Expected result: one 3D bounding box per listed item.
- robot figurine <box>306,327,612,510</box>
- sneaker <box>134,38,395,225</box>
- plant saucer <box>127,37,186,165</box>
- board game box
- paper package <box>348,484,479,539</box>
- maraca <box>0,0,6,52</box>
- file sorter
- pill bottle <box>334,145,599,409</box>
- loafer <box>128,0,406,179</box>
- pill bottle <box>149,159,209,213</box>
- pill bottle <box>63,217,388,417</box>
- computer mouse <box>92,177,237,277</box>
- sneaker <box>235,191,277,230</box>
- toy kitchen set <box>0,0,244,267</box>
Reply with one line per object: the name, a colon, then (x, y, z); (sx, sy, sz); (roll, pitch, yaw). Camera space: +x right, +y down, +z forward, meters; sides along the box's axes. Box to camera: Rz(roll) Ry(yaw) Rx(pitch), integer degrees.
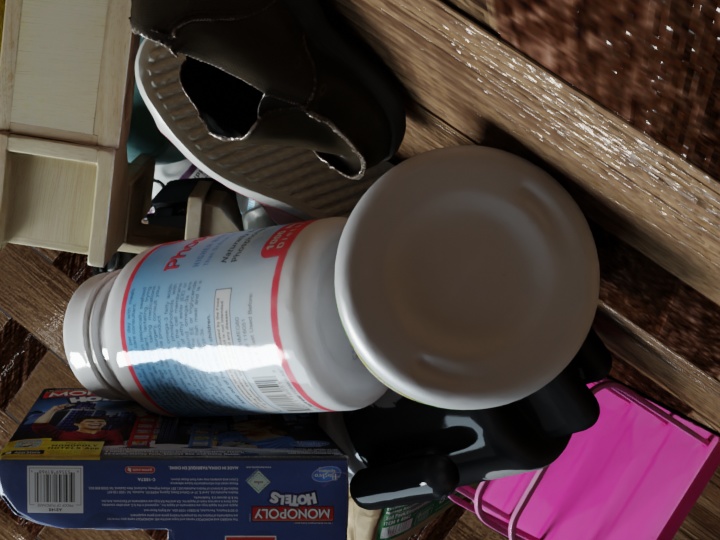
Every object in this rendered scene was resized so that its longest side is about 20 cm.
robot figurine: (0.055, 0.075, 0.848); (0.200, 0.125, 0.150); (-19, 172, 37)
sneaker: (-0.059, -0.075, 0.815); (0.200, 0.075, 0.105); (34, 172, -20)
plant saucer: (-0.205, -0.148, 1.012); (0.200, 0.027, 0.200); (25, 150, 16)
board game box: (-0.111, 0.116, 0.852); (0.199, 0.062, 0.200); (1, -171, -3)
paper package: (0.021, 0.124, 1.159); (0.191, 0.200, 0.104); (37, 137, 33)
maraca: (-0.273, -0.187, 0.917); (0.107, 0.137, 0.200); (3, 159, -17)
file sorter: (0.130, 0.125, 0.963); (0.125, 0.139, 0.200); (33, 178, -27)
pill bottle: (0.045, 0.010, 0.644); (0.111, 0.111, 0.200); (37, 176, 3)
loafer: (-0.045, -0.087, 0.578); (0.073, 0.071, 0.200); (34, 175, 32)
pill bottle: (-0.147, -0.088, 1.187); (0.200, 0.112, 0.112); (39, 176, -33)
pill bottle: (-0.080, 0.032, 0.797); (0.200, 0.109, 0.109); (-7, 148, 35)
computer mouse: (-0.111, -0.032, 1.078); (0.200, 0.139, 0.053); (10, 143, -14)
sneaker: (-0.048, -0.069, 0.984); (0.200, 0.073, 0.082); (-63, -42, -84)
toy kitchen set: (-0.148, -0.104, 0.923); (0.163, 0.181, 0.200); (8, -167, -3)
